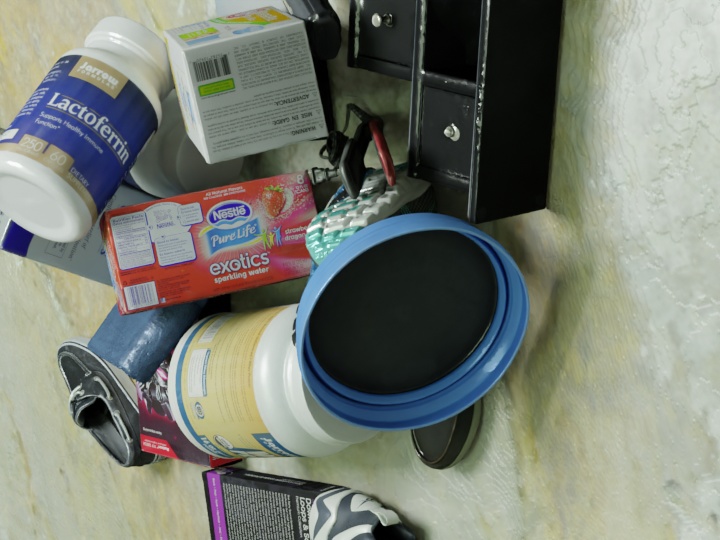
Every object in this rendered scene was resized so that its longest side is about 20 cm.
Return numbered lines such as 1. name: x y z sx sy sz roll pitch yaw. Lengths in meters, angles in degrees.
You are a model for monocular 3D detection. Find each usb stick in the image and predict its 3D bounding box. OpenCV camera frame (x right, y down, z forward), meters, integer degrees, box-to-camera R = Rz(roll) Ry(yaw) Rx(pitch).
1. usb stick: -0.060 -0.258 1.563 0.200 0.032 0.056 -118 18 -46

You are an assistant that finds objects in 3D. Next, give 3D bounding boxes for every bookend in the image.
1. bookend: 0.064 -0.164 1.485 0.200 0.092 0.200 21 115 43

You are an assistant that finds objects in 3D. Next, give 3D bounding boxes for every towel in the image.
1. towel: -0.185 0.019 1.746 0.200 0.049 0.112 -54 31 -7

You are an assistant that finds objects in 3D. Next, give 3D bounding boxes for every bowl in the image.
1. bowl: 0.041 0.041 1.444 0.039 0.200 0.201 -119 38 -53

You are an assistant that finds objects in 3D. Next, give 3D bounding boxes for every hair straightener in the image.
1. hair straightener: -0.014 -0.108 1.537 0.200 0.077 0.041 -100 -11 -66

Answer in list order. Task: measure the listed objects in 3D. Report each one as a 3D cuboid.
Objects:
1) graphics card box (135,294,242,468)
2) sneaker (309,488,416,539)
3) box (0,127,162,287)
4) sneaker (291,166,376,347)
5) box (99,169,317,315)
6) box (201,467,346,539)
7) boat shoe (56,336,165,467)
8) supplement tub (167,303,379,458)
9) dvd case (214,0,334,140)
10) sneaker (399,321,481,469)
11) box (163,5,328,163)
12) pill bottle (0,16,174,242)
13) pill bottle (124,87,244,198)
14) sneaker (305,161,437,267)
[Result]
1. graphics card box: -0.187 0.103 1.852 0.125 0.051 0.201 7 104 47
2. sneaker: 0.015 0.313 1.663 0.129 0.079 0.200 1 90 55
3. box: -0.316 -0.066 1.812 0.184 0.200 0.105 27 94 47
4. sneaker: 0.000 0.000 1.581 0.075 0.086 0.201 -37 33 55
5. box: -0.140 -0.025 1.650 0.095 0.199 0.100 168 89 -78
6. box: -0.083 0.283 1.796 0.200 0.036 0.144 3 103 48
7. boat shoe: -0.297 0.150 1.968 0.200 0.068 0.072 47 130 29
8. supplement tub: -0.074 0.106 1.662 0.200 0.144 0.145 -8 94 48
9. dvd case: -0.087 -0.224 1.688 0.142 0.018 0.201 1 100 48
10. sneaker: 0.051 0.091 1.552 0.075 0.106 0.201 22 115 42
11. box: -0.106 -0.170 1.556 0.200 0.112 0.102 -134 31 -73
12. pill bottle: -0.257 -0.135 1.626 0.115 0.200 0.116 22 151 13
13. pill bottle: -0.208 -0.136 1.762 0.200 0.111 0.112 24 116 46
14. sneaker: 0.023 -0.029 1.502 0.077 0.200 0.092 -12 104 32
